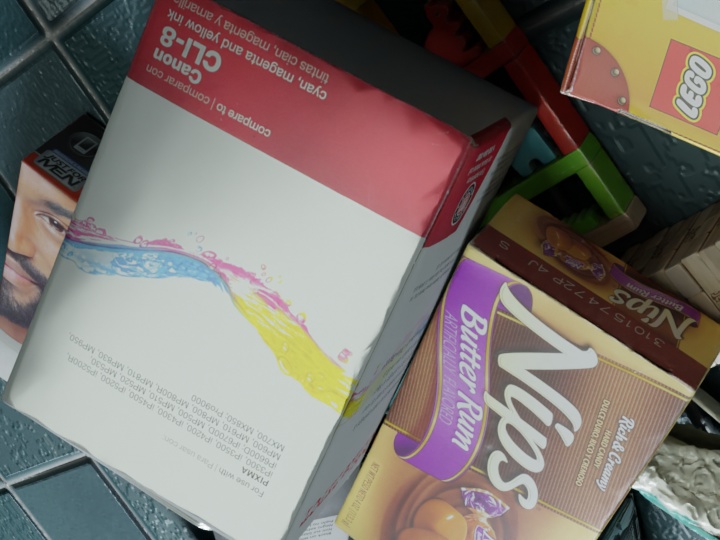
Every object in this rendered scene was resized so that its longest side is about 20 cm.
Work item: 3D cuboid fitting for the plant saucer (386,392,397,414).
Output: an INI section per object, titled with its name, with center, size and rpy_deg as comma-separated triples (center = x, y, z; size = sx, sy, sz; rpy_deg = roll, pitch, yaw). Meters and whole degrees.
[plant saucer]
center = 0.000, 0.000, 0.817
size = 0.069, 0.019, 0.202
rpy_deg = 4, 124, 34

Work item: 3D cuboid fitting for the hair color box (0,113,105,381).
[hair color box]
center = -0.162, 0.016, 0.919
size = 0.110, 0.064, 0.201
rpy_deg = 34, 136, 11

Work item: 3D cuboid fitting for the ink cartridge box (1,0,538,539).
[ink cartridge box]
center = -0.037, -0.008, 0.651
size = 0.143, 0.145, 0.202
rpy_deg = 28, 107, 9

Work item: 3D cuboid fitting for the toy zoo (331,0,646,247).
[toy zoo]
center = 0.030, -0.077, 0.717
size = 0.131, 0.020, 0.201
rpy_deg = -29, 103, 38

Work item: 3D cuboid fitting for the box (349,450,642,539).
[box]
center = 0.079, 0.194, 0.887
size = 0.198, 0.050, 0.159
rpy_deg = 4, 125, 35

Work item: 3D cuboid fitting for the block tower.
[block tower]
center = 0.184, -0.009, 0.642
size = 0.054, 0.058, 0.199
rpy_deg = 49, 136, -8

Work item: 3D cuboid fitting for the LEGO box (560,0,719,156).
[LEGO box]
center = 0.168, -0.130, 0.487
size = 0.148, 0.077, 0.202
rpy_deg = 26, 125, 19

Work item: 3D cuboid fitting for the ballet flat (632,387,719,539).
[ballet flat]
center = 0.130, 0.072, 0.753
size = 0.198, 0.072, 0.072
rpy_deg = 26, 135, 15

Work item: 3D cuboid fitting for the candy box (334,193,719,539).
[candy box]
center = 0.074, 0.077, 0.700
size = 0.116, 0.056, 0.201
rpy_deg = 34, 132, 12

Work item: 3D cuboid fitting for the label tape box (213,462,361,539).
[label tape box]
center = -0.059, 0.120, 0.866
size = 0.144, 0.065, 0.202
rpy_deg = -116, 27, -43
